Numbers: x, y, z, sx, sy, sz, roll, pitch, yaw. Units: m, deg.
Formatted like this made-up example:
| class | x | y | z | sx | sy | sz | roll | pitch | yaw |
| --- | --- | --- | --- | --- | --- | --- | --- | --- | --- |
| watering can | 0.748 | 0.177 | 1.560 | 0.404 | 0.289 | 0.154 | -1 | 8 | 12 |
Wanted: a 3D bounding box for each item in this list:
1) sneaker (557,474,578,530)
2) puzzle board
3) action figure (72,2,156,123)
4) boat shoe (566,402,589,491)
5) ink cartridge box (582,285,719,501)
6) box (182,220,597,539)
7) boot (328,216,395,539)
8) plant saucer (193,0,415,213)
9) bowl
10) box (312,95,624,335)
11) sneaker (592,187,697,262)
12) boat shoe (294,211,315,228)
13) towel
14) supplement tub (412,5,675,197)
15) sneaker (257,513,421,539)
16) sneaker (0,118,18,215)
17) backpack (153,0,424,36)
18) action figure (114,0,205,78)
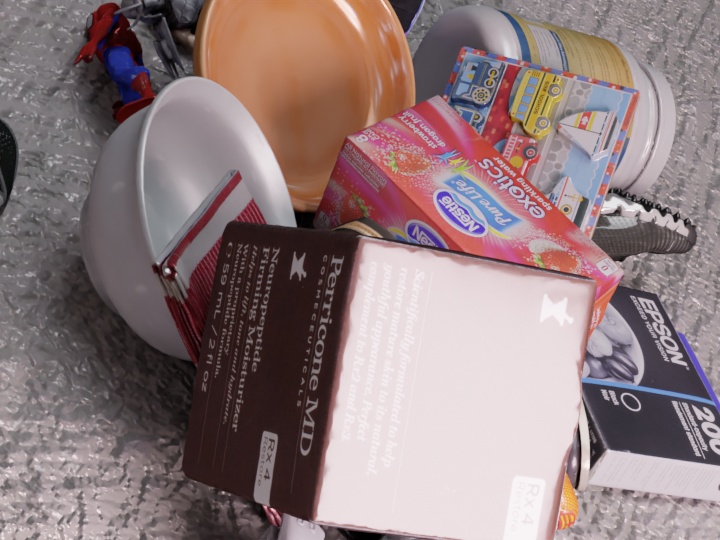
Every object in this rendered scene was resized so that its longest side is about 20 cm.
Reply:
| class | x | y | z | sx | sy | sz | roll | pitch | yaw |
| --- | --- | --- | --- | --- | --- | --- | --- | --- | --- |
| sneaker | 0.108 | 0.092 | 1.620 | 0.077 | 0.073 | 0.201 | -21 | 63 | -15 |
| puzzle board | 0.116 | -0.073 | 1.758 | 0.149 | 0.017 | 0.201 | 15 | 68 | 17 |
| action figure | -0.180 | -0.149 | 1.708 | 0.066 | 0.051 | 0.200 | 60 | 4 | -34 |
| boat shoe | 0.119 | 0.088 | 1.700 | 0.062 | 0.073 | 0.201 | -6 | 46 | -13 |
| ink cartridge box | 0.227 | 0.093 | 1.798 | 0.199 | 0.043 | 0.199 | 12 | 39 | -34 |
| box | 0.013 | 0.066 | 1.371 | 0.163 | 0.168 | 0.200 | 11 | -2 | -26 |
| boot | 0.005 | 0.076 | 1.534 | 0.138 | 0.077 | 0.201 | -33 | 97 | -51 |
| plant saucer | -0.045 | -0.140 | 1.674 | 0.199 | 0.037 | 0.202 | 7 | 80 | -39 |
| bowl | -0.126 | -0.023 | 1.541 | 0.201 | 0.090 | 0.203 | 38 | 44 | -50 |
| box | 0.073 | -0.016 | 1.604 | 0.099 | 0.096 | 0.200 | -26 | 61 | -38 |
| sneaker | 0.184 | -0.025 | 1.870 | 0.199 | 0.091 | 0.066 | 11 | 10 | -29 |
| boat shoe | -0.069 | -0.097 | 1.747 | 0.063 | 0.071 | 0.201 | 17 | 45 | -26 |
| towel | -0.065 | 0.050 | 1.504 | 0.201 | 0.023 | 0.144 | 66 | 27 | -19 |
| supplement tub | 0.151 | -0.134 | 1.918 | 0.199 | 0.145 | 0.145 | 10 | 40 | -33 |
| sneaker | -0.003 | 0.188 | 1.435 | 0.115 | 0.075 | 0.200 | 42 | 37 | 5 |
| sneaker | -0.275 | -0.061 | 1.501 | 0.078 | 0.077 | 0.200 | 34 | 31 | 1 |
| backpack | -0.043 | -0.244 | 1.861 | 0.190 | 0.201 | 0.154 | 35 | 19 | -7 |
| action figure | -0.095 | -0.220 | 1.722 | 0.199 | 0.131 | 0.069 | -17 | 12 | -23 |
